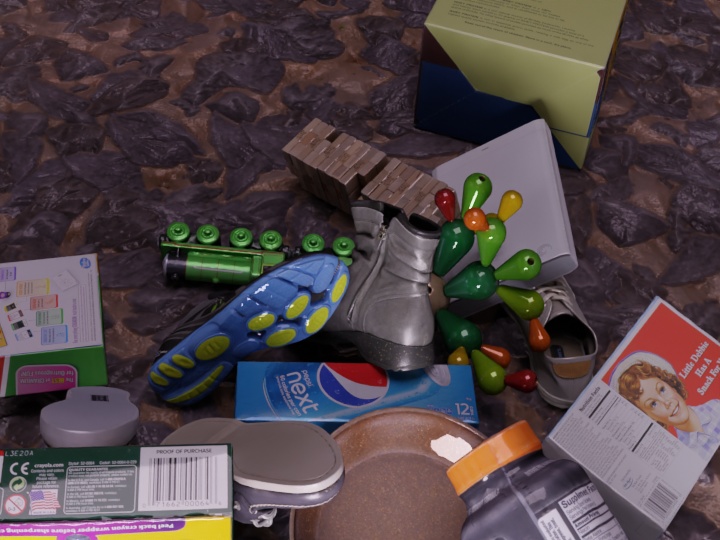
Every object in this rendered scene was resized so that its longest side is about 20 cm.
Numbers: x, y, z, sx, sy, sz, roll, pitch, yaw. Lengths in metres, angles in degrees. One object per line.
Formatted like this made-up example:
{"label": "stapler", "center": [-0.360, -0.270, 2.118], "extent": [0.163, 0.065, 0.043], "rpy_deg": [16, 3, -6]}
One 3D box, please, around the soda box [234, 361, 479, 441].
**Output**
{"label": "soda box", "center": [-0.005, 0.121, 0.972], "extent": [0.196, 0.069, 0.065], "rpy_deg": [1, 44, -5]}

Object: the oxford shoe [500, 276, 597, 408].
{"label": "oxford shoe", "center": [0.172, 0.034, 1.087], "extent": [0.074, 0.058, 0.202], "rpy_deg": [-5, 44, -8]}

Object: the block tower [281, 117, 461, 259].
{"label": "block tower", "center": [0.014, -0.081, 1.162], "extent": [0.199, 0.054, 0.058], "rpy_deg": [32, 67, 33]}

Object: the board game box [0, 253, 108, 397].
{"label": "board game box", "center": [-0.319, 0.049, 1.007], "extent": [0.196, 0.041, 0.154], "rpy_deg": [-6, 32, -11]}

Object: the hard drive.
{"label": "hard drive", "center": [0.134, -0.053, 1.142], "extent": [0.130, 0.026, 0.202], "rpy_deg": [-24, 39, 21]}

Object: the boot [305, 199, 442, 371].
{"label": "boot", "center": [0.000, 0.000, 1.011], "extent": [0.067, 0.133, 0.198], "rpy_deg": [-6, 14, -40]}

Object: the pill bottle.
{"label": "pill bottle", "center": [0.139, 0.209, 0.830], "extent": [0.105, 0.106, 0.202], "rpy_deg": [-23, 73, -27]}

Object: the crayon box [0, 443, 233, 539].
{"label": "crayon box", "center": [-0.185, 0.186, 0.812], "extent": [0.196, 0.174, 0.059], "rpy_deg": [0, 54, -7]}

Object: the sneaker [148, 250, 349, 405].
{"label": "sneaker", "center": [-0.099, 0.036, 0.994], "extent": [0.198, 0.071, 0.083], "rpy_deg": [-32, 33, 18]}

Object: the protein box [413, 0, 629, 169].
{"label": "protein box", "center": [0.183, -0.247, 1.311], "extent": [0.195, 0.136, 0.201], "rpy_deg": [16, 46, 11]}

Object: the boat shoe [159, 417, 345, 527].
{"label": "boat shoe", "center": [-0.075, 0.154, 0.874], "extent": [0.072, 0.064, 0.198], "rpy_deg": [-32, 21, -37]}

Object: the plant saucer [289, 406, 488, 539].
{"label": "plant saucer", "center": [0.040, 0.204, 0.888], "extent": [0.197, 0.037, 0.204], "rpy_deg": [6, 62, -12]}

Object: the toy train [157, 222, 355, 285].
{"label": "toy train", "center": [-0.096, -0.007, 1.114], "extent": [0.196, 0.042, 0.057], "rpy_deg": [5, 55, -1]}

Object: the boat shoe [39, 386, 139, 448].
{"label": "boat shoe", "center": [-0.199, 0.126, 0.878], "extent": [0.067, 0.058, 0.200], "rpy_deg": [5, 1, -8]}

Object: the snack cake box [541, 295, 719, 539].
{"label": "snack cake box", "center": [0.236, 0.128, 0.979], "extent": [0.114, 0.068, 0.200], "rpy_deg": [37, 52, 15]}

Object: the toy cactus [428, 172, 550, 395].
{"label": "toy cactus", "center": [0.083, 0.018, 1.039], "extent": [0.102, 0.163, 0.204], "rpy_deg": [4, 73, -53]}
